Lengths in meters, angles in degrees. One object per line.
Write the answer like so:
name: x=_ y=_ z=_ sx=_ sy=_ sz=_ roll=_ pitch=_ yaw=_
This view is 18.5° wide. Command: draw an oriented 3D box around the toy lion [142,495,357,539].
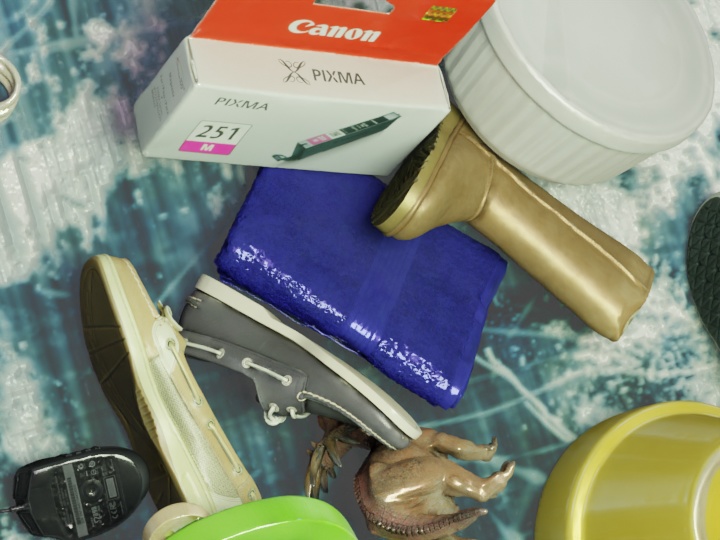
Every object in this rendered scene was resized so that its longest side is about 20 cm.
toy lion: x=-0.038 y=0.228 z=1.444 sx=0.190 sy=0.069 sz=0.201 roll=-14 pitch=126 yaw=-16

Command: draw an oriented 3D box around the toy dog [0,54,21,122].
toy dog: x=-0.319 y=-0.146 z=1.456 sx=0.200 sy=0.096 sz=0.132 roll=40 pitch=70 yaw=-7

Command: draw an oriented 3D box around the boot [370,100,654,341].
boot: x=0.114 y=-0.021 z=1.560 sx=0.200 sy=0.066 sz=0.175 roll=40 pitch=34 yaw=-6

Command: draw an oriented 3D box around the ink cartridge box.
ink cartridge box: x=-0.027 y=-0.129 z=1.469 sx=0.199 sy=0.174 sz=0.044 roll=3 pitch=62 yaw=-30

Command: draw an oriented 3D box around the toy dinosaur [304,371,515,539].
toy dinosaur: x=0.023 y=0.144 z=1.487 sx=0.134 sy=0.200 sz=0.087 roll=13 pitch=105 yaw=-14

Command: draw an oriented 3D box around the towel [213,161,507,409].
towel: x=0.000 y=0.000 z=1.551 sx=0.199 sy=0.050 sz=0.148 roll=33 pitch=46 yaw=-10

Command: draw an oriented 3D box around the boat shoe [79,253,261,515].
boat shoe: x=-0.130 y=0.079 z=1.490 sx=0.063 sy=0.073 sz=0.202 roll=-23 pitch=90 yaw=-28

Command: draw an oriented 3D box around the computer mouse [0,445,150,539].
computer mouse: x=-0.236 y=0.158 z=1.461 sx=0.198 sy=0.034 sz=0.059 roll=-11 pitch=99 yaw=-15

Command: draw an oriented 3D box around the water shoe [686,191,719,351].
water shoe: x=0.305 y=0.036 z=1.643 sx=0.078 sy=0.071 sz=0.202 roll=-2 pitch=67 yaw=-35

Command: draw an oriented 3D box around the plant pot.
plant pot: x=0.244 y=0.184 z=1.531 sx=0.199 sy=0.189 sz=0.203 roll=4 pitch=77 yaw=-17

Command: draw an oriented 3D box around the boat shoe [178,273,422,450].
boat shoe: x=-0.046 y=0.076 z=1.487 sx=0.199 sy=0.073 sz=0.063 roll=33 pitch=87 yaw=27

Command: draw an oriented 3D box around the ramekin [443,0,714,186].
ramekin: x=0.149 y=-0.154 z=1.590 sx=0.201 sy=0.094 sz=0.204 roll=19 pitch=51 yaw=-25
